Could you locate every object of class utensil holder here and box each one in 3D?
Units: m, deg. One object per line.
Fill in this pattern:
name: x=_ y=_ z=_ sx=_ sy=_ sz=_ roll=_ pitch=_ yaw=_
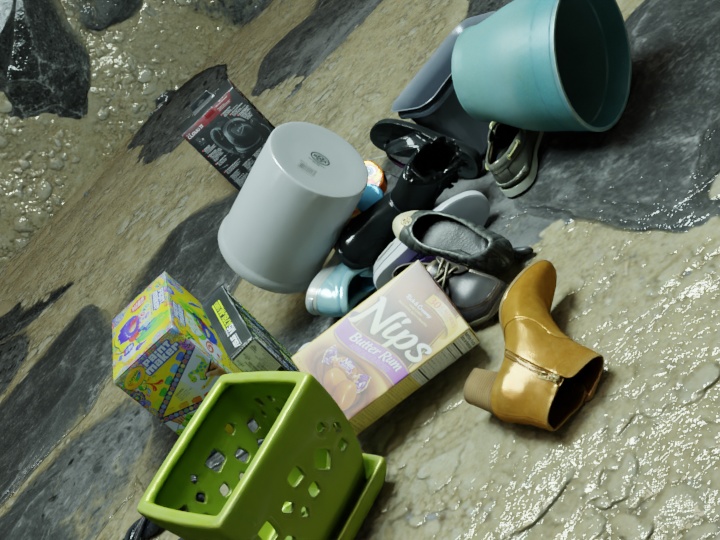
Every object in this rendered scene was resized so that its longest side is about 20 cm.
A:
utensil holder: x=-0.098 y=-0.094 z=1.556 sx=0.200 sy=0.169 sz=0.170 roll=-57 pitch=14 yaw=38

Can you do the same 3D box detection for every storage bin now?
storage bin: x=0.172 y=-0.272 z=1.602 sx=0.200 sy=0.134 sz=0.145 roll=-53 pitch=23 yaw=-14

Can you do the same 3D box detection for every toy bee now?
toy bee: x=0.006 y=-0.126 z=1.674 sx=0.200 sy=0.109 sz=0.131 roll=-35 pitch=-23 yaw=-20

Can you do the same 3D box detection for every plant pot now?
plant pot: x=-0.100 y=0.246 z=1.202 sx=0.199 sy=0.181 sz=0.200 roll=-6 pitch=46 yaw=52
plant pot: x=0.232 y=-0.276 z=1.416 sx=0.187 sy=0.200 sz=0.201 roll=-3 pitch=48 yaw=42

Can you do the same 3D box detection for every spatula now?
spatula: x=0.143 y=-0.013 z=1.388 sx=0.199 sy=0.056 sz=0.021 roll=-7 pitch=78 yaw=42

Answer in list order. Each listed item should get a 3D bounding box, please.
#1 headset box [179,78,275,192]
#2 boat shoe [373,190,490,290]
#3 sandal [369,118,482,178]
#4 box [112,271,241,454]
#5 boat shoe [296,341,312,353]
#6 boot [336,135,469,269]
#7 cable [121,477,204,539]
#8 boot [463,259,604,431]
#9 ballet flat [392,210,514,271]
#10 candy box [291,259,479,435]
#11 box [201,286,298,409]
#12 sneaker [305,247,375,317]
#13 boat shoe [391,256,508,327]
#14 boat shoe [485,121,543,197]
headset box: x=-0.271 y=-0.288 z=2.210 sx=0.149 sy=0.200 sz=0.077 roll=-43 pitch=26 yaw=6
boat shoe: x=0.092 y=-0.049 z=1.472 sx=0.200 sy=0.074 sz=0.065 roll=-38 pitch=31 yaw=13
sandal: x=0.088 y=-0.180 z=1.589 sx=0.200 sy=0.076 sz=0.048 roll=20 pitch=58 yaw=33
box: x=-0.262 y=0.137 z=1.586 sx=0.122 sy=0.193 sz=0.200 roll=-42 pitch=25 yaw=6
boat shoe: x=0.002 y=0.105 z=1.381 sx=0.199 sy=0.072 sz=0.068 roll=-6 pitch=39 yaw=44
boot: x=0.059 y=-0.098 z=1.491 sx=0.198 sy=0.073 sz=0.163 roll=-37 pitch=-10 yaw=-27
cable: x=-0.276 y=0.359 z=1.447 sx=0.199 sy=0.051 sz=0.164 roll=-21 pitch=35 yaw=42
boot: x=0.207 y=0.079 z=1.136 sx=0.144 sy=0.071 sz=0.202 roll=6 pitch=59 yaw=51
ballet flat: x=0.115 y=-0.048 z=1.360 sx=0.199 sy=0.057 sz=0.067 roll=19 pitch=73 yaw=44
candy box: x=0.029 y=0.095 z=1.273 sx=0.200 sy=0.056 sz=0.117 roll=-37 pitch=60 yaw=2
box: x=-0.111 y=0.127 z=1.370 sx=0.048 sy=0.200 sz=0.193 roll=-44 pitch=27 yaw=-3
sneaker: x=0.000 y=0.000 z=1.564 sx=0.082 sy=0.074 sz=0.200 roll=13 pitch=52 yaw=26
boat shoe: x=0.105 y=0.025 z=1.343 sx=0.200 sy=0.073 sz=0.075 roll=-2 pitch=49 yaw=55
boat shoe: x=0.216 y=-0.189 z=1.505 sx=0.072 sy=0.060 sz=0.202 roll=-28 pitch=31 yaw=31
